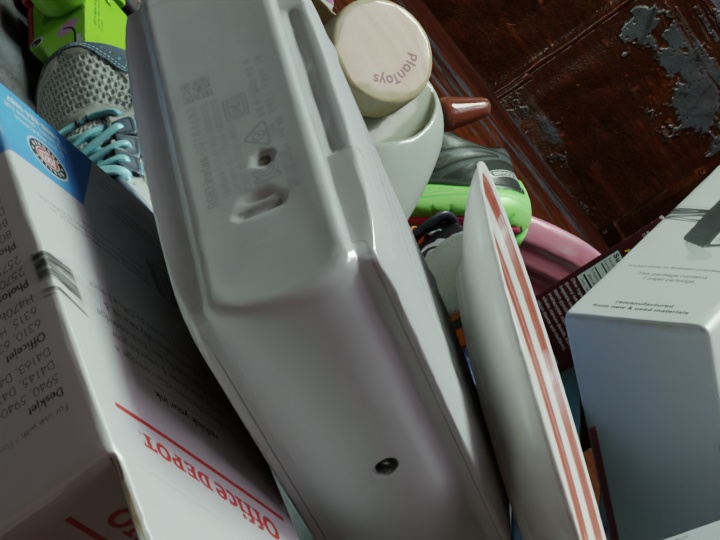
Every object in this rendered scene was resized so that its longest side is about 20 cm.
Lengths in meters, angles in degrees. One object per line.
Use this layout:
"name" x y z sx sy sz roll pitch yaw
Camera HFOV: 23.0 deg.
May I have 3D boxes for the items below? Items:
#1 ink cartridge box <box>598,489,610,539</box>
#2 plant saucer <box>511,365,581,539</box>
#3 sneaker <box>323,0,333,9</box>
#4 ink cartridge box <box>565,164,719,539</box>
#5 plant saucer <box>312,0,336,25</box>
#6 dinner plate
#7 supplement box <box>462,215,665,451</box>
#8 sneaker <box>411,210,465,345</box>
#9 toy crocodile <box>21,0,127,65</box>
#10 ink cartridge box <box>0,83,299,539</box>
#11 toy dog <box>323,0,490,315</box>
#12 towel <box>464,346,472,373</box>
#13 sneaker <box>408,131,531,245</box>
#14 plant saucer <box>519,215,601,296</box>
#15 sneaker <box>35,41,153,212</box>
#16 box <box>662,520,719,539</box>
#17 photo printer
"ink cartridge box" 0.177 0.156 1.058 0.116 0.067 0.200 53 43 -72
"plant saucer" 0.101 0.149 0.946 0.200 0.036 0.200 1 90 -82
"sneaker" -0.059 -0.133 1.164 0.080 0.088 0.200 39 33 -51
"ink cartridge box" 0.202 0.041 0.938 0.200 0.084 0.144 -38 123 -42
"plant saucer" -0.074 -0.151 1.007 0.200 0.035 0.200 38 -6 5
"dinner plate" 0.065 0.058 0.655 0.200 0.024 0.200 -16 90 -81
"supplement box" 0.126 0.060 1.068 0.109 0.200 0.061 40 20 -56
"sneaker" 0.000 0.000 0.922 0.200 0.112 0.078 36 27 -59
"toy crocodile" -0.144 -0.140 0.888 0.068 0.062 0.200 48 18 -39
"ink cartridge box" -0.084 0.049 0.538 0.116 0.067 0.200 45 15 -50
"toy dog" 0.016 -0.016 0.775 0.132 0.096 0.200 -167 -98 -69
"towel" 0.053 0.096 0.827 0.200 0.024 0.145 -81 167 -50
"sneaker" -0.004 -0.055 0.990 0.200 0.077 0.084 14 45 -10
"plant saucer" 0.056 -0.003 1.115 0.201 0.200 0.051 36 67 -61
"sneaker" -0.092 -0.027 0.711 0.086 0.078 0.200 34 24 -55
"box" 0.166 0.226 0.733 0.200 0.171 0.199 -48 117 -79
"photo printer" -0.009 0.014 0.607 0.200 0.069 0.166 64 6 -47
